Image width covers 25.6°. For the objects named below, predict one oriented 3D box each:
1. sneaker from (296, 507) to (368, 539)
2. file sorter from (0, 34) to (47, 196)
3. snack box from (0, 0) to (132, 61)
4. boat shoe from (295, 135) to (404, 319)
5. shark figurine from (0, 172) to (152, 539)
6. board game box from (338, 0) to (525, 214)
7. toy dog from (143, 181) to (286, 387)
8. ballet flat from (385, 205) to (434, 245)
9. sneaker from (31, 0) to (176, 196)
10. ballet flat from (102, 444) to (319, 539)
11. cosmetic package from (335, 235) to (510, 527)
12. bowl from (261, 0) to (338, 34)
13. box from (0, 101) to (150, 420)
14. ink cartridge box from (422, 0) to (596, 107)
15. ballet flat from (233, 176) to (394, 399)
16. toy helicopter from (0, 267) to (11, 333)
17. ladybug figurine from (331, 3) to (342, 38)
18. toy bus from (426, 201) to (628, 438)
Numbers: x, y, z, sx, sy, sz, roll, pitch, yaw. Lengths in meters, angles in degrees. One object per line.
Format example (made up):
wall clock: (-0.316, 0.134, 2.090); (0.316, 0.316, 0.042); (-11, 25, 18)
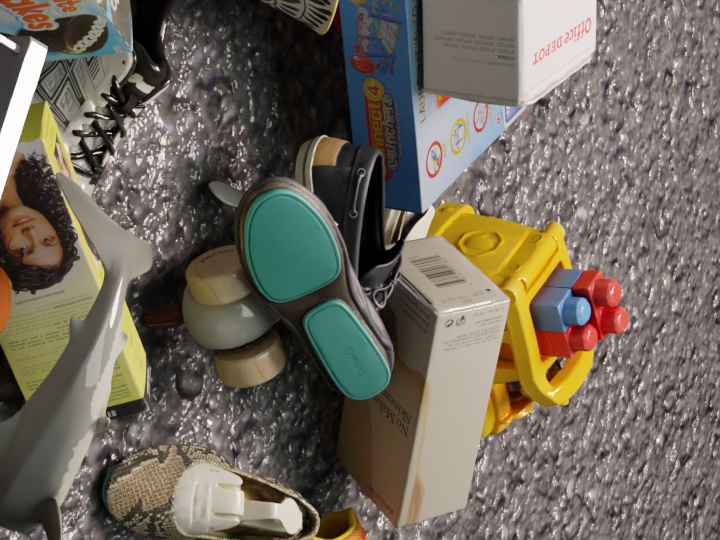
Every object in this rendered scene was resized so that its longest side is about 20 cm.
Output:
sneaker: (-0.062, 0.243, 1.209); (0.200, 0.073, 0.078); (-29, 96, -55)
file sorter: (-0.270, -0.045, 0.783); (0.124, 0.138, 0.202); (32, 69, -50)
snack box: (-0.197, -0.156, 0.821); (0.200, 0.115, 0.037); (63, 22, -77)
boat shoe: (0.000, 0.000, 1.136); (0.075, 0.062, 0.202); (-55, 141, -61)
shark figurine: (-0.179, 0.068, 0.862); (0.089, 0.128, 0.216); (18, 109, -18)
board game box: (0.059, -0.177, 1.192); (0.196, 0.055, 0.202); (-44, 137, -48)
toy dog: (-0.086, 0.003, 1.127); (0.200, 0.095, 0.133); (-27, 115, -68)
ballet flat: (0.029, -0.064, 1.279); (0.068, 0.072, 0.202); (40, 61, -57)
sneaker: (-0.164, -0.109, 0.973); (0.075, 0.087, 0.202); (24, 76, -56)
ballet flat: (-0.093, 0.165, 1.127); (0.199, 0.075, 0.069); (24, 75, -54)
cosmetic package: (0.045, 0.087, 1.234); (0.071, 0.105, 0.202); (-11, 124, -30)
bowl: (-0.060, -0.267, 1.071); (0.201, 0.093, 0.203); (-175, -90, -80)
box: (-0.189, 0.003, 0.947); (0.050, 0.075, 0.201); (-100, 174, -56)
ink cartridge box: (0.107, -0.233, 1.112); (0.145, 0.084, 0.202); (-37, 129, -53)
ballet flat: (-0.034, 0.003, 1.050); (0.073, 0.073, 0.201); (-59, 139, -32)
toy helicopter: (-0.239, 0.089, 0.906); (0.201, 0.078, 0.133); (73, 32, -49)
ladybug figurine: (0.025, -0.249, 1.241); (0.201, 0.071, 0.136); (-62, 148, -31)
toy bus: (0.137, 0.054, 1.354); (0.136, 0.190, 0.201); (-50, 134, -42)
